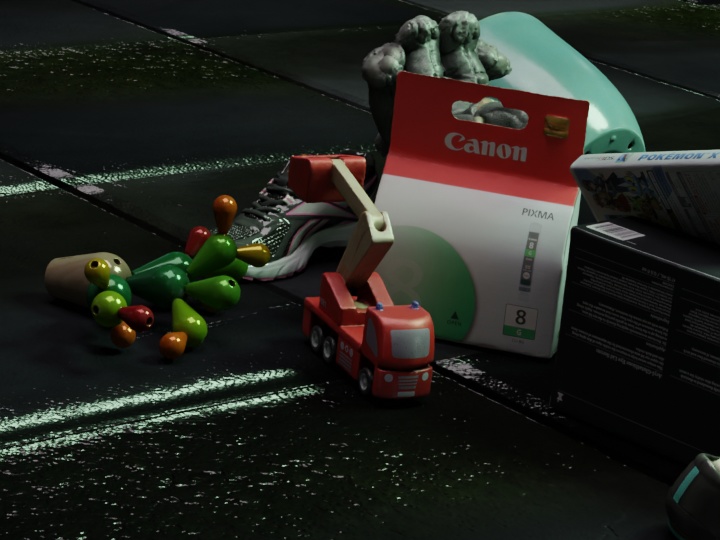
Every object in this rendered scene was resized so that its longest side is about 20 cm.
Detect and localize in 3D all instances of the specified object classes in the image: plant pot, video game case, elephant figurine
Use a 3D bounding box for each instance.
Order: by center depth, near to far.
[{"bbox_3d":[0.260,-0.001,1.564,0.022,0.200,0.182,-43,24,-27],"label":"video game case"},{"bbox_3d":[0.085,-0.107,1.777,0.141,0.155,0.200,-31,56,5],"label":"elephant figurine"},{"bbox_3d":[0.159,-0.110,1.929,0.200,0.201,0.161,-11,36,-43],"label":"plant pot"}]

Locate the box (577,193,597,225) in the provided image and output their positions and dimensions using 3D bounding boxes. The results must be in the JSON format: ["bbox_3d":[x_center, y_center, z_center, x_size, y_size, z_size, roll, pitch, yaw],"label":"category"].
[{"bbox_3d":[0.231,-0.028,1.718,0.199,0.107,0.122,-6,5,28],"label":"box"}]

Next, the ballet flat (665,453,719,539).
[{"bbox_3d":[0.289,0.137,1.391,0.199,0.069,0.068,-6,32,-33],"label":"ballet flat"}]

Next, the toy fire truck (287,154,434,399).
[{"bbox_3d":[0.000,0.000,1.600,0.049,0.142,0.200,-2,19,-25],"label":"toy fire truck"}]

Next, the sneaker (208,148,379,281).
[{"bbox_3d":[-0.061,-0.056,1.831,0.080,0.087,0.200,18,28,37],"label":"sneaker"}]

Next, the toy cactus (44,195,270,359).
[{"bbox_3d":[-0.170,0.004,1.640,0.164,0.103,0.200,4,23,26],"label":"toy cactus"}]

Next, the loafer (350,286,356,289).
[{"bbox_3d":[0.042,-0.019,1.815,0.071,0.073,0.200,20,25,10],"label":"loafer"}]

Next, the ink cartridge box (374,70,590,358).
[{"bbox_3d":[0.088,-0.043,1.666,0.160,0.201,0.050,10,20,14],"label":"ink cartridge box"}]

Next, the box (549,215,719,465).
[{"bbox_3d":[0.238,0.057,1.506,0.079,0.142,0.200,-10,24,-44],"label":"box"}]
